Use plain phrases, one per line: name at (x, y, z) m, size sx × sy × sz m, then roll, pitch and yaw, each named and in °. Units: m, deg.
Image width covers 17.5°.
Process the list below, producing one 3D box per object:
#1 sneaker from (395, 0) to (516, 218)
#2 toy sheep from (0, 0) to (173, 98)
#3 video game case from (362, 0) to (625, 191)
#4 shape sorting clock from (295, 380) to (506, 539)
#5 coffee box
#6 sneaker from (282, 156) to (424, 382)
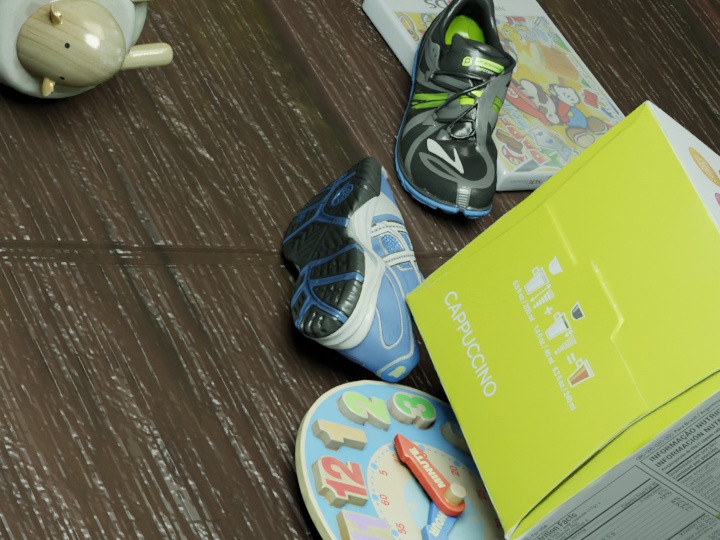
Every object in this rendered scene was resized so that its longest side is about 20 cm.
sneaker at (0.069, -0.121, 1.656) m, size 0.071 × 0.083 × 0.200 m, roll 12°, pitch 51°, yaw -10°
toy sheep at (-0.197, -0.179, 1.480) m, size 0.138 × 0.138 × 0.200 m, roll 10°, pitch 27°, yaw -32°
video game case at (0.118, -0.140, 1.791) m, size 0.182 × 0.023 × 0.200 m, roll -4°, pitch 51°, yaw -43°
shape sorting clock at (0.049, 0.143, 1.379) m, size 0.200 × 0.039 × 0.200 m, roll 23°, pitch 37°, yaw -18°
coffee box at (0.181, 0.062, 1.400) m, size 0.198 × 0.200 × 0.200 m, roll 32°, pitch 27°, yaw -45°
sneaker at (0.000, 0.000, 1.490) m, size 0.077 × 0.076 × 0.200 m, roll 42°, pitch 27°, yaw -23°
